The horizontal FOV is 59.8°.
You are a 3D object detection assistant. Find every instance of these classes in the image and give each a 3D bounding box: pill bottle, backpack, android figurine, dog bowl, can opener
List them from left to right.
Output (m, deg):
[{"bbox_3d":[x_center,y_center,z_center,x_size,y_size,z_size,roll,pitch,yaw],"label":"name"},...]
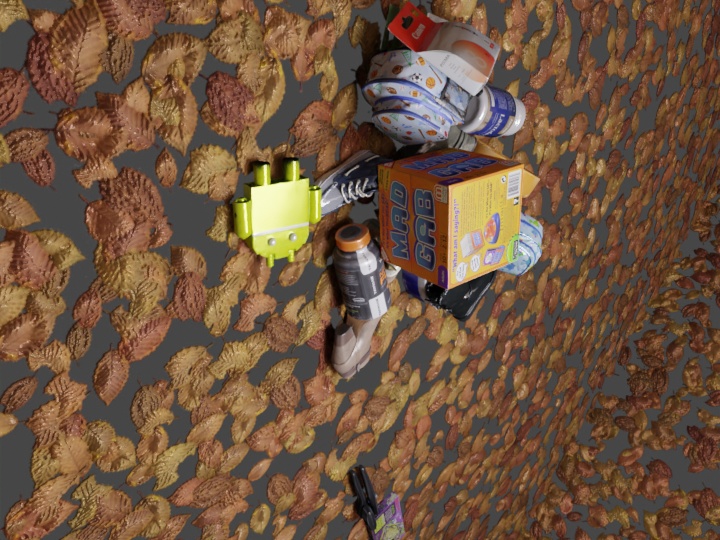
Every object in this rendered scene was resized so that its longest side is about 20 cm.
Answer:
[{"bbox_3d":[-0.152,-0.104,1.154,0.181,0.041,0.201,-14,117,-35],"label":"android figurine"},{"bbox_3d":[0.000,0.000,1.330,0.106,0.106,0.201,-38,133,-29],"label":"pill bottle"},{"bbox_3d":[0.015,0.599,1.677,0.063,0.079,0.201,-25,117,-28],"label":"can opener"},{"bbox_3d":[0.097,-0.339,1.216,0.190,0.200,0.155,33,69,-35],"label":"backpack"},{"bbox_3d":[0.196,-0.013,1.558,0.200,0.079,0.201,-23,125,-38],"label":"dog bowl"},{"bbox_3d":[0.295,-0.372,1.461,0.199,0.115,0.116,-6,113,-46],"label":"pill bottle"},{"bbox_3d":[0.309,-0.075,1.405,0.199,0.154,0.163,9,145,-13],"label":"backpack"}]

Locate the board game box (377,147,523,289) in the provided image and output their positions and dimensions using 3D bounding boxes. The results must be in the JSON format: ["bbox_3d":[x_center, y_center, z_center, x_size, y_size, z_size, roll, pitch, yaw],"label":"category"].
[{"bbox_3d":[0.174,-0.112,1.229,0.199,0.200,0.201,-19,119,-33],"label":"board game box"}]

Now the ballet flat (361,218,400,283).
[{"bbox_3d":[0.056,-0.031,1.405,0.068,0.067,0.200,-49,137,-18],"label":"ballet flat"}]

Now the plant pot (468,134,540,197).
[{"bbox_3d":[0.296,-0.195,1.509,0.200,0.200,0.184,11,116,-49],"label":"plant pot"}]

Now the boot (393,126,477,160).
[{"bbox_3d":[0.156,-0.232,1.343,0.130,0.068,0.200,34,102,-32],"label":"boot"}]

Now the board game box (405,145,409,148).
[{"bbox_3d":[0.148,-0.171,1.412,0.135,0.034,0.201,7,107,-17],"label":"board game box"}]

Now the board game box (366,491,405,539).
[{"bbox_3d":[0.075,0.755,1.843,0.120,0.032,0.201,-32,131,-28],"label":"board game box"}]

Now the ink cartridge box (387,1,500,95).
[{"bbox_3d":[0.160,-0.429,1.158,0.050,0.200,0.162,-45,-168,42],"label":"ink cartridge box"}]

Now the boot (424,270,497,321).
[{"bbox_3d":[0.244,0.021,1.516,0.162,0.073,0.199,34,83,-46],"label":"boot"}]

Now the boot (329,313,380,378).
[{"bbox_3d":[0.004,0.151,1.448,0.200,0.070,0.147,-38,139,-28],"label":"boot"}]

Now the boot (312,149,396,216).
[{"bbox_3d":[-0.017,-0.168,1.240,0.200,0.090,0.073,-46,136,-22],"label":"boot"}]

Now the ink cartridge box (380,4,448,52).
[{"bbox_3d":[0.134,-0.465,1.282,0.199,0.059,0.104,-2,110,-47],"label":"ink cartridge box"}]
